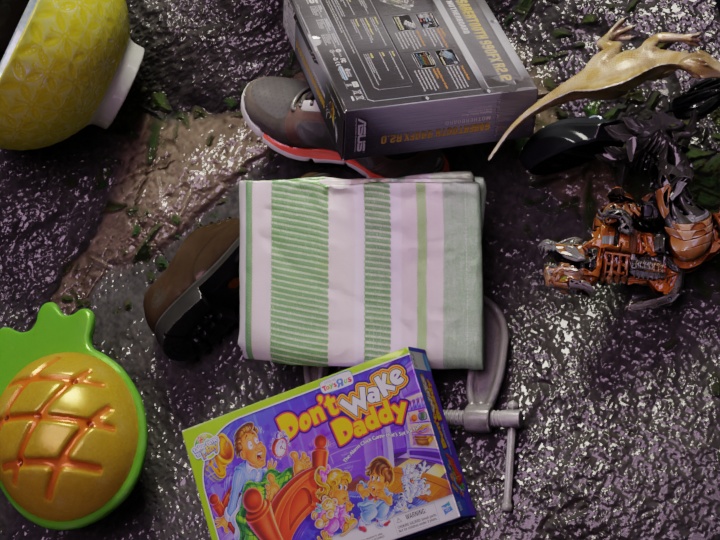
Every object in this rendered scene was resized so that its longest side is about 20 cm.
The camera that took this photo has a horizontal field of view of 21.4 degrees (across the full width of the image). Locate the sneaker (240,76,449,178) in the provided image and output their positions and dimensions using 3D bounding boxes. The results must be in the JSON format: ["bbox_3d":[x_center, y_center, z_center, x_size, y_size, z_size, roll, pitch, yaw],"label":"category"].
[{"bbox_3d":[-0.013,-0.131,1.570,0.199,0.082,0.077,23,55,23],"label":"sneaker"}]

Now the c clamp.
[{"bbox_3d":[0.039,0.092,1.499,0.199,0.027,0.172,5,71,24],"label":"c clamp"}]

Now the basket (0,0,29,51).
[{"bbox_3d":[-0.400,-0.294,1.789,0.199,0.136,0.181,32,78,27],"label":"basket"}]

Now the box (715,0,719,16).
[{"bbox_3d":[0.367,-0.191,1.413,0.181,0.104,0.201,-14,64,4],"label":"box"}]

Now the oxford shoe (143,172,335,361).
[{"bbox_3d":[-0.104,-0.022,1.583,0.200,0.073,0.085,-39,50,0],"label":"oxford shoe"}]

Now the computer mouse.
[{"bbox_3d":[0.206,-0.120,1.474,0.199,0.058,0.034,-21,74,33],"label":"computer mouse"}]

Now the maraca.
[{"bbox_3d":[-0.246,0.118,1.563,0.136,0.107,0.201,-27,61,3],"label":"maraca"}]

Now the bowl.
[{"bbox_3d":[-0.255,-0.183,1.679,0.107,0.200,0.201,25,77,-15],"label":"bowl"}]

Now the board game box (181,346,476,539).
[{"bbox_3d":[-0.026,0.156,1.467,0.199,0.045,0.135,-22,77,17],"label":"board game box"}]

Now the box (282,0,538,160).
[{"bbox_3d":[0.035,-0.172,1.523,0.157,0.049,0.201,-8,41,-14],"label":"box"}]

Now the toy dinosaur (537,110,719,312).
[{"bbox_3d":[0.231,-0.041,1.449,0.199,0.102,0.137,-10,77,-23],"label":"toy dinosaur"}]

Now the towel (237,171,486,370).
[{"bbox_3d":[0.000,0.000,1.499,0.198,0.023,0.154,0,88,14],"label":"towel"}]

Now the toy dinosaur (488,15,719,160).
[{"bbox_3d":[0.186,-0.147,1.432,0.199,0.101,0.059,-16,105,29],"label":"toy dinosaur"}]
